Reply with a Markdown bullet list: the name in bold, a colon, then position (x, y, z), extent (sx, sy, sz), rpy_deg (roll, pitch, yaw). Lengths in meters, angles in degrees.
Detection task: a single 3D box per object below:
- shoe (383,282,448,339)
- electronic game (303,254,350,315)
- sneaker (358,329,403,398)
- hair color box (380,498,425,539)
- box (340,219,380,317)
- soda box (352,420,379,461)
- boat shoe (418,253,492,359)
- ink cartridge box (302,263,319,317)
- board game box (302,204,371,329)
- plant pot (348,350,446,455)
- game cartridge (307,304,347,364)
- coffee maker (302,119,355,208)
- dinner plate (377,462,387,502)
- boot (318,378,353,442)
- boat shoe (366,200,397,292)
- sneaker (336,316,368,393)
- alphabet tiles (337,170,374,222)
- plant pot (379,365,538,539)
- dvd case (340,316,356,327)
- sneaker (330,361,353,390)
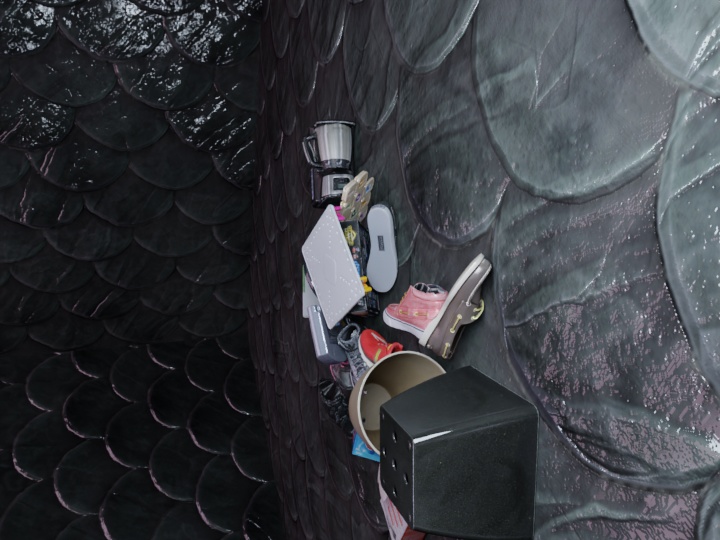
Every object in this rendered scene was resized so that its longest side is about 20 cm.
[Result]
- **shoe**: position (0.104, 0.066, 1.088), extent (0.200, 0.071, 0.092), rpy_deg (-160, 69, -65)
- **electronic game**: position (-0.056, 0.014, 1.385), extent (0.041, 0.199, 0.202), rpy_deg (-32, 58, 36)
- **sneaker**: position (0.063, 0.182, 1.242), extent (0.200, 0.076, 0.086), rpy_deg (50, 135, 46)
- **hair color box**: position (0.101, 0.461, 1.170), extent (0.112, 0.063, 0.202), rpy_deg (-111, 26, -44)
- **box**: position (0.000, 0.000, 1.315), extent (0.159, 0.045, 0.203), rpy_deg (32, -129, -76)
- **soda box**: position (0.021, 0.354, 1.277), extent (0.200, 0.067, 0.065), rpy_deg (97, -172, -87)
- **boat shoe**: position (0.160, 0.061, 0.921), extent (0.059, 0.072, 0.201), rpy_deg (36, 126, 13)
- **ink cartridge box**: position (-0.109, 0.034, 1.615), extent (0.200, 0.082, 0.149), rpy_deg (-84, -6, -78)
- **board game box**: position (-0.055, -0.004, 1.219), extent (0.200, 0.026, 0.202), rpy_deg (-49, 57, 56)
- **plant pot**: position (0.053, 0.253, 1.078), extent (0.200, 0.185, 0.190), rpy_deg (146, 119, -68)
- **game cartridge**: position (-0.072, 0.156, 1.385), extent (0.200, 0.041, 0.135), rpy_deg (32, -133, -73)
- **coffee maker**: position (-0.068, -0.263, 1.498), extent (0.192, 0.133, 0.203), rpy_deg (36, -129, -84)
- **dinner plate**: position (0.062, 0.372, 1.201), extent (0.200, 0.024, 0.203), rpy_deg (14, -90, -90)
- **boot**: position (-0.066, 0.351, 1.545), extent (0.163, 0.073, 0.198), rpy_deg (62, 169, -30)
- **boat shoe**: position (0.052, -0.051, 1.246), extent (0.057, 0.068, 0.202), rpy_deg (-56, -31, -57)
- **sneaker**: position (-0.008, 0.207, 1.371), extent (0.114, 0.075, 0.202), rpy_deg (52, -158, -54)
- **alphabet tiles**: position (-0.027, -0.127, 1.323), extent (0.196, 0.014, 0.201), rpy_deg (-50, -19, -45)
- **plant pot**: position (0.130, 0.276, 0.867), extent (0.199, 0.175, 0.203), rpy_deg (-154, 61, -70)
- **dvd case**: position (-0.052, 0.072, 1.473), extent (0.200, 0.016, 0.150), rpy_deg (54, -159, -56)
- **sneaker**: position (-0.043, 0.210, 1.526), extent (0.095, 0.078, 0.203), rpy_deg (114, 148, -73)
